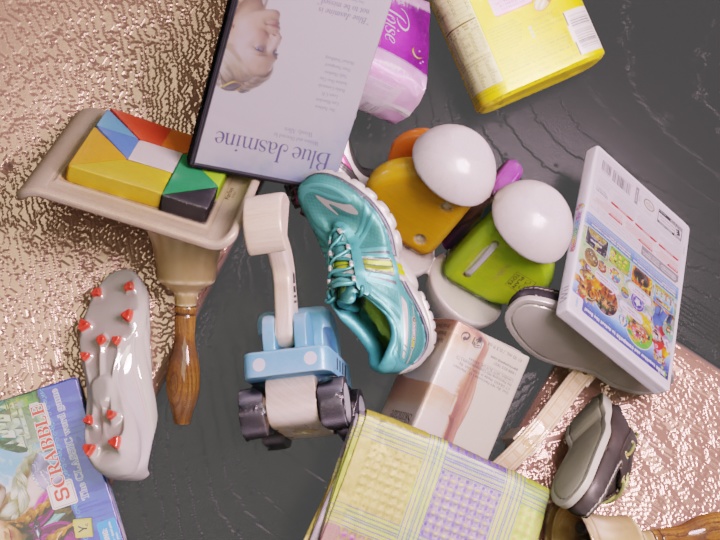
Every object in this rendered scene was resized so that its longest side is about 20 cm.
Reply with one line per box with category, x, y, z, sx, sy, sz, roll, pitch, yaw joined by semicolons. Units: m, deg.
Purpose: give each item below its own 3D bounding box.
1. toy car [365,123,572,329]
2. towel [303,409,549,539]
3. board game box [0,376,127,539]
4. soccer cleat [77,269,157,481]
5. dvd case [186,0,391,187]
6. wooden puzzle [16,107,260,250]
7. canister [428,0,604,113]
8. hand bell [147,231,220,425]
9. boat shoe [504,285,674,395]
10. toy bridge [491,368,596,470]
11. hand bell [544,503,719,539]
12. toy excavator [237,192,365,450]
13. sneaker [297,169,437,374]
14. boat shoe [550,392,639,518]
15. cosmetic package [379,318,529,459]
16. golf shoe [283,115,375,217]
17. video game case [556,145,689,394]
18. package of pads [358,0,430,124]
toy car;0.103;-0.057;1.369;0.199;0.175;0.151;34;42;-7
towel;0.059;0.220;1.270;0.198;0.023;0.145;21;78;-7
board game box;-0.327;0.224;1.331;0.197;0.041;0.202;-18;85;-8
soccer cleat;-0.223;0.099;1.351;0.068;0.078;0.203;-10;64;18
dvd case;-0.064;-0.172;1.289;0.141;0.018;0.202;9;118;-20
wooden puzzle;-0.192;-0.093;1.319;0.197;0.186;0.038;13;120;0
canister;0.138;-0.273;1.422;0.147;0.087;0.202;-23;88;-8
hand bell;-0.166;0.044;1.360;0.103;0.104;0.203;3;94;-6
boat shoe;0.217;0.055;1.367;0.198;0.074;0.061;22;48;-24
toy bridge;0.153;0.164;1.380;0.027;0.067;0.200;44;80;0
hand bell;0.286;0.256;1.381;0.197;0.104;0.106;-6;84;-20
toy excavator;-0.065;0.050;1.313;0.098;0.195;0.203;-8;74;9
sneaker;0.000;0.000;1.302;0.079;0.077;0.202;-23;82;-48
boat shoe;0.222;0.177;1.327;0.061;0.201;0.072;43;113;-2
cosmetic package;0.068;0.153;1.347;0.087;0.103;0.202;26;79;-17
golf shoe;-0.053;-0.158;1.397;0.091;0.073;0.202;-22;93;-16
video game case;0.251;-0.002;1.364;0.143;0.018;0.202;37;49;-25
package of pads;-0.029;-0.229;1.355;0.198;0.076;0.122;21;55;-27
